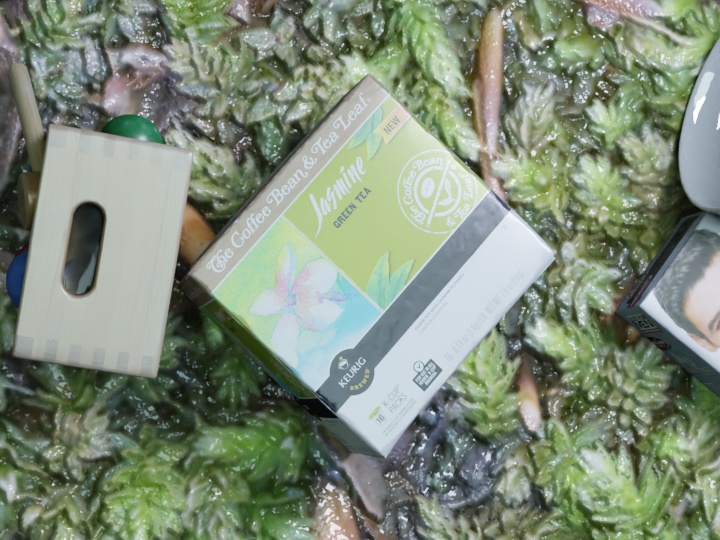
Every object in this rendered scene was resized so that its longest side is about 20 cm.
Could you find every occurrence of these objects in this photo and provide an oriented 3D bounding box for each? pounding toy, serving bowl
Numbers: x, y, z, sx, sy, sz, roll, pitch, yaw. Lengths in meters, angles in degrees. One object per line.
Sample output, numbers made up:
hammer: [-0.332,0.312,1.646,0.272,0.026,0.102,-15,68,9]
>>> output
pounding toy: [-0.202,-0.043,1.152,0.140,0.184,0.203,9,92,-10]
serving bowl: [0.330,-0.129,1.238,0.065,0.200,0.202,21,82,-18]

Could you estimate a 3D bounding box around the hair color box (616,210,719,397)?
hair color box: [0.317,0.054,1.287,0.199,0.061,0.099,39,80,-5]

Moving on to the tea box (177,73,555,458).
tea box: [0.000,0.000,1.196,0.196,0.134,0.200,42,80,-4]
